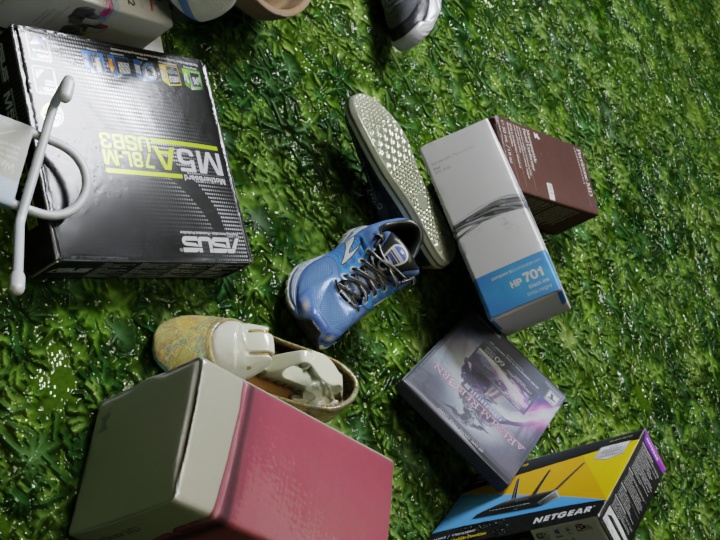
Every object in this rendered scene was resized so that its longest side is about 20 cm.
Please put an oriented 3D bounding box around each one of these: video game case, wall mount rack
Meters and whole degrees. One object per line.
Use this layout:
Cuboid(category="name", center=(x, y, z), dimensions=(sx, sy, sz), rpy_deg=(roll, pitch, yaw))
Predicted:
Cuboid(category="video game case", center=(0.128, 0.126, 1.141), dimensions=(0.143, 0.019, 0.200), rpy_deg=(44, 31, 6))
Cuboid(category="wall mount rack", center=(-0.274, -0.071, 0.743), dimensions=(0.199, 0.075, 0.175), rpy_deg=(19, 64, -24))

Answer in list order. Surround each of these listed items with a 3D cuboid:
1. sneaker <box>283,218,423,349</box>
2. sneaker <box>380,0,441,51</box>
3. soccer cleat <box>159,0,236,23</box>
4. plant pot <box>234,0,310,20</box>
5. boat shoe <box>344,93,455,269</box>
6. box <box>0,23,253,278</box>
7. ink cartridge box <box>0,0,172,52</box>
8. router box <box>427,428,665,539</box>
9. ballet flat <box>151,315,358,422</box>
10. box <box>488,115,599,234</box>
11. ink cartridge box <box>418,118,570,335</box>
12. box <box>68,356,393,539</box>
Cuboid(category="sneaker", center=(0.000, 0.000, 1.048), dimensions=(0.079, 0.089, 0.200), rpy_deg=(54, 38, -12))
Cuboid(category="sneaker", center=(0.031, -0.348, 1.297), dimensions=(0.114, 0.075, 0.201), rpy_deg=(35, 41, -33))
Cuboid(category="soccer cleat", center=(-0.170, -0.288, 0.894), dimensions=(0.200, 0.086, 0.070), rpy_deg=(41, 43, -28))
Cuboid(category="plant pot", center=(-0.125, -0.334, 1.062), dimensions=(0.201, 0.092, 0.202), rpy_deg=(21, 66, -60))
Cuboid(category="boat shoe", center=(0.029, -0.086, 1.152), dimensions=(0.201, 0.062, 0.075), rpy_deg=(62, 36, -11))
Cuboid(category="box", center=(-0.191, -0.090, 0.904), dimensions=(0.200, 0.047, 0.194), rpy_deg=(2, 67, -49))
Cuboid(category="ink cartridge box", center=(-0.230, -0.252, 0.929), dimensions=(0.200, 0.068, 0.116), rpy_deg=(5, 67, -49))
Cuboid(category="router box", center=(0.168, 0.225, 1.033), dimensions=(0.051, 0.200, 0.149), rpy_deg=(61, 36, -7))
Cuboid(category="ballet flat", center=(-0.079, 0.078, 0.930), dimensions=(0.200, 0.071, 0.071), rpy_deg=(27, 51, -39))
Cuboid(category="box", center=(0.208, -0.114, 1.378), dimensions=(0.200, 0.075, 0.101), rpy_deg=(10, 63, -49))
Cuboid(category="ink cartridge box", center=(0.146, -0.042, 1.196), dimensions=(0.146, 0.086, 0.201), rpy_deg=(34, 35, -73))
Cuboid(category="box", center=(-0.089, 0.166, 0.817), dimensions=(0.200, 0.128, 0.109), rpy_deg=(33, 48, -34))
